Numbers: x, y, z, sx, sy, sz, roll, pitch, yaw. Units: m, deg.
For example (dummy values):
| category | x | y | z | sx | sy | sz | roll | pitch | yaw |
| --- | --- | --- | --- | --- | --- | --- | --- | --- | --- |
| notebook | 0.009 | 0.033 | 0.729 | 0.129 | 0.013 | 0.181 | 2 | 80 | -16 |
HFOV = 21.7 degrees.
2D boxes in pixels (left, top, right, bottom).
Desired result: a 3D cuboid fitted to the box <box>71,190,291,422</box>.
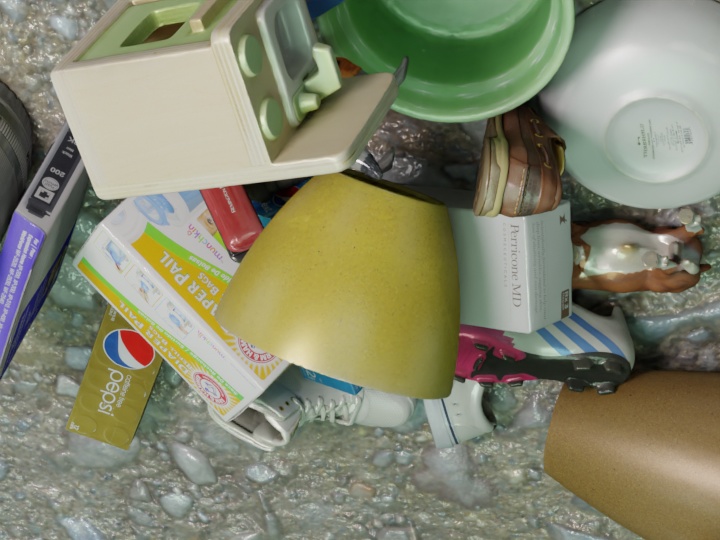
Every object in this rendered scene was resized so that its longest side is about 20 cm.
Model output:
| category | x | y | z | sx | sy | sz | roll | pitch | yaw |
| --- | --- | --- | --- | --- | --- | --- | --- | --- | --- |
| box | -0.134 | 0.015 | 1.622 | 0.200 | 0.113 | 0.101 | 45 | 150 | -2 |

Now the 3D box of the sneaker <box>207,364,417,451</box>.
| category | x | y | z | sx | sy | sz | roll | pitch | yaw |
| --- | --- | --- | --- | --- | --- | --- | --- | --- | --- |
| sneaker | -0.047 | 0.132 | 1.755 | 0.198 | 0.116 | 0.074 | 16 | 129 | -4 |

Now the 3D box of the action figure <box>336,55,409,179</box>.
| category | x | y | z | sx | sy | sz | roll | pitch | yaw |
| --- | --- | --- | --- | --- | --- | --- | --- | --- | --- |
| action figure | -0.064 | -0.144 | 1.411 | 0.191 | 0.106 | 0.200 | 13 | 156 | 4 |

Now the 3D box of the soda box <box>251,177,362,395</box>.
| category | x | y | z | sx | sy | sz | roll | pitch | yaw |
| --- | --- | --- | --- | --- | --- | --- | --- | --- | --- |
| soda box | -0.036 | 0.012 | 1.671 | 0.067 | 0.064 | 0.201 | 17 | 140 | 38 |

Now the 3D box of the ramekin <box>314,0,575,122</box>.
| category | x | y | z | sx | sy | sz | roll | pitch | yaw |
| --- | --- | --- | --- | --- | --- | --- | --- | --- | --- |
| ramekin | 0.069 | -0.224 | 1.445 | 0.198 | 0.098 | 0.201 | 6 | 130 | 7 |

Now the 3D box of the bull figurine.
| category | x | y | z | sx | sy | sz | roll | pitch | yaw |
| --- | --- | --- | --- | --- | --- | --- | --- | --- | --- |
| bull figurine | 0.202 | -0.014 | 1.603 | 0.198 | 0.066 | 0.121 | -3 | 166 | 4 |

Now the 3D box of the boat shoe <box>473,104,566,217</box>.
| category | x | y | z | sx | sy | sz | roll | pitch | yaw |
| --- | --- | --- | --- | --- | --- | --- | --- | --- | --- |
| boat shoe | 0.128 | -0.085 | 1.484 | 0.067 | 0.200 | 0.073 | 10 | 111 | 2 |

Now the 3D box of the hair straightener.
| category | x | y | z | sx | sy | sz | roll | pitch | yaw |
| --- | --- | --- | --- | --- | --- | --- | --- | --- | --- |
| hair straightener | -0.135 | -0.093 | 1.569 | 0.041 | 0.201 | 0.077 | -30 | 165 | -7 |

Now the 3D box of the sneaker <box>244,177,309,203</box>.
| category | x | y | z | sx | sy | sz | roll | pitch | yaw |
| --- | --- | --- | --- | --- | --- | --- | --- | --- | --- |
| sneaker | -0.085 | -0.154 | 1.562 | 0.090 | 0.076 | 0.201 | -19 | 127 | 8 |

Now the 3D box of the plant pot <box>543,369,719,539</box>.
| category | x | y | z | sx | sy | sz | roll | pitch | yaw |
| --- | --- | --- | --- | --- | --- | --- | --- | --- | --- |
| plant pot | 0.272 | 0.166 | 1.694 | 0.198 | 0.187 | 0.188 | 14 | 132 | 15 |

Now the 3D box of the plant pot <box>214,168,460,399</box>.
| category | x | y | z | sx | sy | sz | roll | pitch | yaw |
| --- | --- | --- | --- | --- | --- | --- | --- | --- | --- |
| plant pot | 0.000 | 0.000 | 1.483 | 0.198 | 0.200 | 0.143 | 18 | 97 | -5 |

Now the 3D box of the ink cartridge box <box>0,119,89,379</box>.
| category | x | y | z | sx | sy | sz | roll | pitch | yaw |
| --- | --- | --- | --- | --- | --- | --- | --- | --- | --- |
| ink cartridge box | -0.292 | -0.002 | 1.635 | 0.043 | 0.201 | 0.199 | 22 | 130 | -5 |

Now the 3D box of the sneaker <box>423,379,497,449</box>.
| category | x | y | z | sx | sy | sz | roll | pitch | yaw |
| --- | --- | --- | --- | --- | --- | --- | --- | --- | --- |
| sneaker | 0.081 | 0.077 | 1.724 | 0.070 | 0.073 | 0.201 | -16 | 131 | 0 |

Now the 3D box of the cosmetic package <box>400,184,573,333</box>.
| category | x | y | z | sx | sy | sz | roll | pitch | yaw |
| --- | --- | --- | --- | --- | --- | --- | --- | --- | --- |
| cosmetic package | 0.076 | -0.013 | 1.570 | 0.199 | 0.074 | 0.103 | 6 | 106 | 39 |

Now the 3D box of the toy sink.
| category | x | y | z | sx | sy | sz | roll | pitch | yaw |
| --- | --- | --- | --- | --- | --- | --- | --- | --- | --- |
| toy sink | -0.092 | -0.137 | 1.309 | 0.198 | 0.131 | 0.113 | -4 | 121 | 24 |

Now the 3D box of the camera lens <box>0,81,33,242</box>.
| category | x | y | z | sx | sy | sz | roll | pitch | yaw |
| --- | --- | --- | --- | --- | --- | --- | --- | --- | --- |
| camera lens | -0.375 | -0.066 | 1.598 | 0.158 | 0.201 | 0.161 | 5 | 131 | 6 |

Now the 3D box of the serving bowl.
| category | x | y | z | sx | sy | sz | roll | pitch | yaw |
| --- | --- | --- | --- | --- | --- | --- | --- | --- | --- |
| serving bowl | 0.240 | -0.124 | 1.516 | 0.198 | 0.066 | 0.201 | 5 | 130 | 6 |

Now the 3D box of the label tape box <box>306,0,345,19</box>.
| category | x | y | z | sx | sy | sz | roll | pitch | yaw |
| --- | --- | --- | --- | --- | --- | --- | --- | --- | --- |
| label tape box | -0.099 | -0.265 | 1.391 | 0.144 | 0.063 | 0.201 | -20 | 102 | 55 |

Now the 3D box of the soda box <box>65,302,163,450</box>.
| category | x | y | z | sx | sy | sz | roll | pitch | yaw |
| --- | --- | --- | --- | --- | --- | --- | --- | --- | --- |
| soda box | -0.219 | 0.077 | 1.776 | 0.067 | 0.064 | 0.201 | 20 | 131 | -6 |

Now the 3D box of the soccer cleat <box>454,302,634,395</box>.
| category | x | y | z | sx | sy | sz | roll | pitch | yaw |
| --- | --- | --- | --- | --- | --- | --- | --- | --- | --- |
| soccer cleat | 0.146 | 0.057 | 1.669 | 0.198 | 0.087 | 0.070 | 9 | 142 | -7 |
